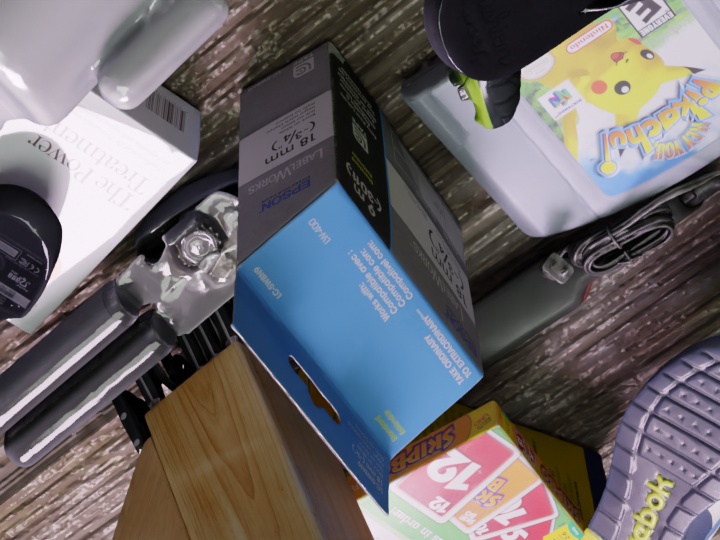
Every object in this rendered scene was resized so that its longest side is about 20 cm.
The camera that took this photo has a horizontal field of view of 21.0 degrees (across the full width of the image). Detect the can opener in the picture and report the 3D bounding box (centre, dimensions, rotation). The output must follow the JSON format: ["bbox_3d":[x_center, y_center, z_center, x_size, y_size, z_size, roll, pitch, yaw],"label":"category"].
[{"bbox_3d":[-0.127,0.023,1.052,0.200,0.067,0.053,-39,118,14],"label":"can opener"}]

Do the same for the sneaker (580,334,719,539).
[{"bbox_3d":[0.177,0.098,1.039,0.074,0.082,0.200,36,134,15],"label":"sneaker"}]

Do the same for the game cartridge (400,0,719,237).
[{"bbox_3d":[0.138,-0.103,1.004,0.200,0.041,0.133,-33,125,20],"label":"game cartridge"}]

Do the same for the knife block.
[{"bbox_3d":[-0.054,0.082,1.029,0.200,0.176,0.064,2,157,40],"label":"knife block"}]

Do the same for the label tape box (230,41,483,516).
[{"bbox_3d":[0.000,0.000,0.970,0.063,0.200,0.144,-27,123,16],"label":"label tape box"}]

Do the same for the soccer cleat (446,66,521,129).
[{"bbox_3d":[0.070,-0.164,0.921,0.081,0.068,0.200,-9,113,-3],"label":"soccer cleat"}]

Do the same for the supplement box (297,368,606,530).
[{"bbox_3d":[0.037,0.150,1.139,0.200,0.110,0.109,19,123,-16],"label":"supplement box"}]

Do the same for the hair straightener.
[{"bbox_3d":[0.126,0.001,1.052,0.200,0.077,0.041,-29,89,18],"label":"hair straightener"}]

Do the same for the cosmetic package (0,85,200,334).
[{"bbox_3d":[-0.206,-0.073,1.000,0.200,0.052,0.151,33,121,-24],"label":"cosmetic package"}]

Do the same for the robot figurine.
[{"bbox_3d":[-0.142,-0.147,0.885,0.170,0.113,0.200,41,83,9],"label":"robot figurine"}]

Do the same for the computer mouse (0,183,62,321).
[{"bbox_3d":[-0.216,0.020,1.026,0.059,0.034,0.200,35,127,-16],"label":"computer mouse"}]

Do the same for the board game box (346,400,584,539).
[{"bbox_3d":[0.012,0.152,1.057,0.200,0.030,0.096,-28,121,17],"label":"board game box"}]

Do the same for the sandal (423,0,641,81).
[{"bbox_3d":[0.122,-0.152,0.894,0.200,0.043,0.076,-40,119,-8],"label":"sandal"}]
